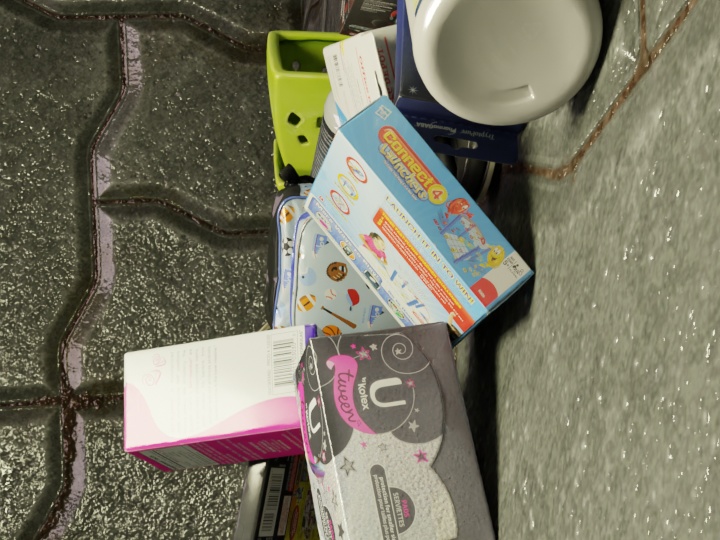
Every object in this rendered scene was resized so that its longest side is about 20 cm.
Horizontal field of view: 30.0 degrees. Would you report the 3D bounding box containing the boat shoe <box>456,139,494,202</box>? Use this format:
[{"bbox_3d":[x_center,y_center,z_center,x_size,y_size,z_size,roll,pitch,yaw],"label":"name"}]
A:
[{"bbox_3d":[0.105,-0.165,1.306,0.074,0.063,0.203,136,140,-72],"label":"boat shoe"}]

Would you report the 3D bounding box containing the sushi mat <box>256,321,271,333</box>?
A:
[{"bbox_3d":[-0.092,0.113,1.472,0.012,0.096,0.200,-31,10,36],"label":"sushi mat"}]

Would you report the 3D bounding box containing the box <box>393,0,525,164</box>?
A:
[{"bbox_3d":[0.091,-0.195,1.222,0.032,0.120,0.202,117,159,-61],"label":"box"}]

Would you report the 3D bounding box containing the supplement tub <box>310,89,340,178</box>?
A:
[{"bbox_3d":[0.017,-0.139,1.581,0.141,0.139,0.201,-93,14,-51],"label":"supplement tub"}]

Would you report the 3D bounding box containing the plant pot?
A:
[{"bbox_3d":[-0.024,-0.195,1.748,0.199,0.198,0.183,-102,15,-64],"label":"plant pot"}]

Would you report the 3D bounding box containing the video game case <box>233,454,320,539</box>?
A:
[{"bbox_3d":[-0.069,0.194,1.448,0.181,0.025,0.202,23,-104,-66],"label":"video game case"}]

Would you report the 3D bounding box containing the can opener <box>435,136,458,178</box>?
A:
[{"bbox_3d":[0.090,-0.152,1.395,0.063,0.078,0.201,123,146,-51],"label":"can opener"}]

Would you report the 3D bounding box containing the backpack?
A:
[{"bbox_3d":[0.000,0.000,1.420,0.154,0.189,0.202,-128,41,-69],"label":"backpack"}]

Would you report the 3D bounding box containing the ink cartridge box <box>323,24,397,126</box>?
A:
[{"bbox_3d":[0.027,-0.183,1.351,0.200,0.067,0.116,-163,58,-75],"label":"ink cartridge box"}]

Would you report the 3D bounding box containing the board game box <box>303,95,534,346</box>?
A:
[{"bbox_3d":[0.044,-0.030,1.199,0.200,0.056,0.196,51,161,5],"label":"board game box"}]

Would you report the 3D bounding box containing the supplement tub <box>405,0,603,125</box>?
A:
[{"bbox_3d":[0.107,-0.223,1.071,0.201,0.144,0.146,-94,15,-53],"label":"supplement tub"}]

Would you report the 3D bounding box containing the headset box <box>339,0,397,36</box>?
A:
[{"bbox_3d":[0.066,-0.301,1.382,0.200,0.147,0.076,134,141,-75],"label":"headset box"}]

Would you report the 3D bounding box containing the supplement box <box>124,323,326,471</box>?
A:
[{"bbox_3d":[-0.122,0.127,1.316,0.103,0.198,0.102,54,-149,-65],"label":"supplement box"}]

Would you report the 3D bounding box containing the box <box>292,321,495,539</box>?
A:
[{"bbox_3d":[0.023,0.160,1.172,0.115,0.131,0.202,116,145,-64],"label":"box"}]
